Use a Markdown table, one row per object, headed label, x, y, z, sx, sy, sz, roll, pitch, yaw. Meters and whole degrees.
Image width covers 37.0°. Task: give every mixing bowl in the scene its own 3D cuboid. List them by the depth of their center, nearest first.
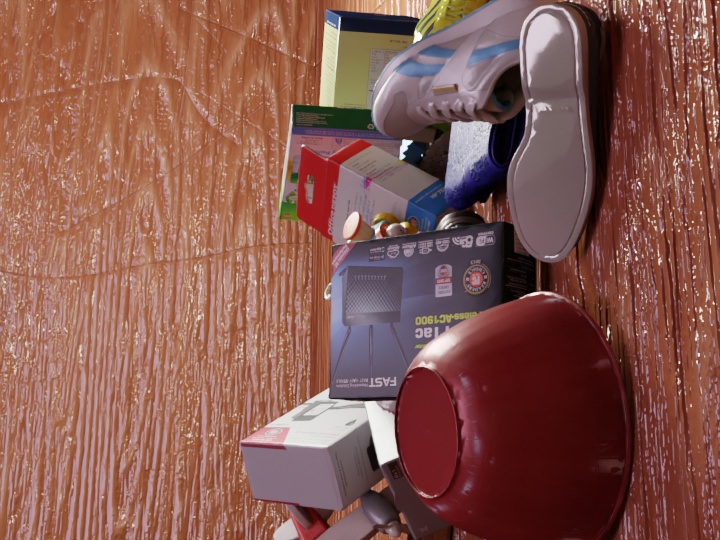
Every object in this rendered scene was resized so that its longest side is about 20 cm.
| label | x | y | z | sx | sy | sz | roll | pitch | yaw |
| --- | --- | --- | --- | --- | --- | --- | --- | --- | --- |
| mixing bowl | 0.094 | 0.116 | 0.792 | 0.200 | 0.108 | 0.200 | 179 | 90 | -64 |

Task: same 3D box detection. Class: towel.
| label | x | y | z | sx | sy | sz | roll | pitch | yaw |
| --- | --- | --- | --- | --- | --- | --- | --- | --- | --- |
| towel | 0.130 | -0.145 | 1.049 | 0.200 | 0.049 | 0.148 | 132 | 146 | -79 |

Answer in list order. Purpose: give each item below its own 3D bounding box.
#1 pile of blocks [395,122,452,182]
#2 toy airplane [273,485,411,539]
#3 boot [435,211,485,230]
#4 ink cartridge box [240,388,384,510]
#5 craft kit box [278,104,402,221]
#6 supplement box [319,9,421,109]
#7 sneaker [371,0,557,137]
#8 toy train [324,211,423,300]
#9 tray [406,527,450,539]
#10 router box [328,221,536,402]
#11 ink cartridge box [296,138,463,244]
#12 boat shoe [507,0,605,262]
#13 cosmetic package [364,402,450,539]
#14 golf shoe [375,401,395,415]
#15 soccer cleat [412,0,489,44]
| label | x | y | z | sx | sy | sz | roll | pitch | yaw |
| --- | --- | --- | --- | --- | --- | --- | --- | --- | --- |
| pile of blocks | 0.080 | -0.167 | 1.268 | 0.200 | 0.082 | 0.062 | 104 | 173 | -51 |
| toy airplane | -0.036 | 0.339 | 1.266 | 0.141 | 0.199 | 0.200 | 50 | -135 | -64 |
| boot | 0.100 | 0.058 | 1.110 | 0.151 | 0.073 | 0.200 | -99 | 19 | -54 |
| ink cartridge box | -0.025 | 0.210 | 1.325 | 0.200 | 0.145 | 0.084 | -27 | -72 | -50 |
| craft kit box | -0.002 | -0.134 | 1.426 | 0.198 | 0.200 | 0.049 | 104 | 166 | -52 |
| supplement box | 0.017 | -0.269 | 1.562 | 0.200 | 0.134 | 0.200 | -114 | 28 | -73 |
| sneaker | 0.089 | -0.161 | 0.929 | 0.200 | 0.076 | 0.081 | -28 | 62 | 36 |
| toy train | 0.000 | 0.000 | 1.155 | 0.150 | 0.056 | 0.200 | -50 | 21 | 3 |
| tray | 0.080 | 0.349 | 1.289 | 0.099 | 0.037 | 0.200 | -143 | 55 | -80 |
| router box | 0.063 | 0.043 | 0.983 | 0.200 | 0.062 | 0.150 | -8 | 78 | 38 |
| ink cartridge box | 0.020 | -0.075 | 1.278 | 0.067 | 0.200 | 0.116 | -36 | -34 | -40 |
| boat shoe | 0.159 | -0.106 | 0.829 | 0.062 | 0.073 | 0.200 | -26 | -60 | -49 |
| cosmetic package | 0.062 | 0.185 | 1.173 | 0.200 | 0.090 | 0.107 | -114 | 0 | -65 |
| golf shoe | 0.027 | 0.072 | 1.167 | 0.200 | 0.075 | 0.092 | -131 | 35 | -56 |
| soccer cleat | 0.100 | -0.268 | 1.098 | 0.200 | 0.065 | 0.084 | -74 | 10 | -52 |
